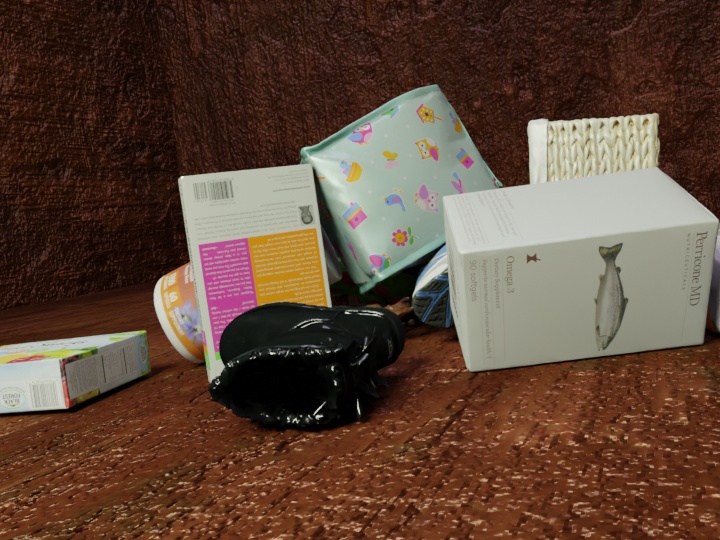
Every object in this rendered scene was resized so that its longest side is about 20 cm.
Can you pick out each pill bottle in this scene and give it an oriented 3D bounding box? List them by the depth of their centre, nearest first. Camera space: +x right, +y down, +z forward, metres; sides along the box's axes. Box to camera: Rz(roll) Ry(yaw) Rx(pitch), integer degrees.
[{"bbox_3d":[-0.126,0.016,0.766,0.198,0.113,0.112,-27,1,8],"label":"pill bottle"}]

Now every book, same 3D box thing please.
[{"bbox_3d":[-0.101,0.001,0.667,0.132,0.203,0.048,-8,5,-20],"label":"book"}]

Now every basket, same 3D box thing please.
[{"bbox_3d":[0.318,-0.105,0.899,0.158,0.203,0.198,-3,5,22],"label":"basket"}]

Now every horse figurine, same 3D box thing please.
[{"bbox_3d":[-0.019,0.060,0.794,0.197,0.051,0.132,-4,-1,17],"label":"horse figurine"}]

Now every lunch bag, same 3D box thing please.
[{"bbox_3d":[0.050,-0.096,0.745,0.198,0.172,0.122,-30,-4,-16],"label":"lunch bag"}]

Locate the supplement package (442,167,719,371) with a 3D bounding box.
[{"bbox_3d":[0.178,-0.003,0.573,0.197,0.118,0.118,-8,27,3],"label":"supplement package"}]

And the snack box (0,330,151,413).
[{"bbox_3d":[-0.345,0.108,0.699,0.197,0.054,0.142,-7,3,15],"label":"snack box"}]

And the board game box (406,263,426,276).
[{"bbox_3d":[0.057,-0.021,1.033,0.197,0.044,0.199,-2,10,-5],"label":"board game box"}]

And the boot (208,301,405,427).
[{"bbox_3d":[-0.065,0.075,0.539,0.195,0.075,0.162,-5,7,21],"label":"boot"}]

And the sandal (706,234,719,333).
[{"bbox_3d":[0.325,0.020,0.561,0.058,0.080,0.207,-5,13,16],"label":"sandal"}]

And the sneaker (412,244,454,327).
[{"bbox_3d":[0.134,-0.024,0.672,0.198,0.076,0.077,-30,24,14],"label":"sneaker"}]

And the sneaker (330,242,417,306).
[{"bbox_3d":[0.000,0.000,0.873,0.198,0.077,0.084,20,34,-21],"label":"sneaker"}]

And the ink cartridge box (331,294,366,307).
[{"bbox_3d":[0.004,0.043,0.982,0.108,0.051,0.198,-1,8,44],"label":"ink cartridge box"}]
